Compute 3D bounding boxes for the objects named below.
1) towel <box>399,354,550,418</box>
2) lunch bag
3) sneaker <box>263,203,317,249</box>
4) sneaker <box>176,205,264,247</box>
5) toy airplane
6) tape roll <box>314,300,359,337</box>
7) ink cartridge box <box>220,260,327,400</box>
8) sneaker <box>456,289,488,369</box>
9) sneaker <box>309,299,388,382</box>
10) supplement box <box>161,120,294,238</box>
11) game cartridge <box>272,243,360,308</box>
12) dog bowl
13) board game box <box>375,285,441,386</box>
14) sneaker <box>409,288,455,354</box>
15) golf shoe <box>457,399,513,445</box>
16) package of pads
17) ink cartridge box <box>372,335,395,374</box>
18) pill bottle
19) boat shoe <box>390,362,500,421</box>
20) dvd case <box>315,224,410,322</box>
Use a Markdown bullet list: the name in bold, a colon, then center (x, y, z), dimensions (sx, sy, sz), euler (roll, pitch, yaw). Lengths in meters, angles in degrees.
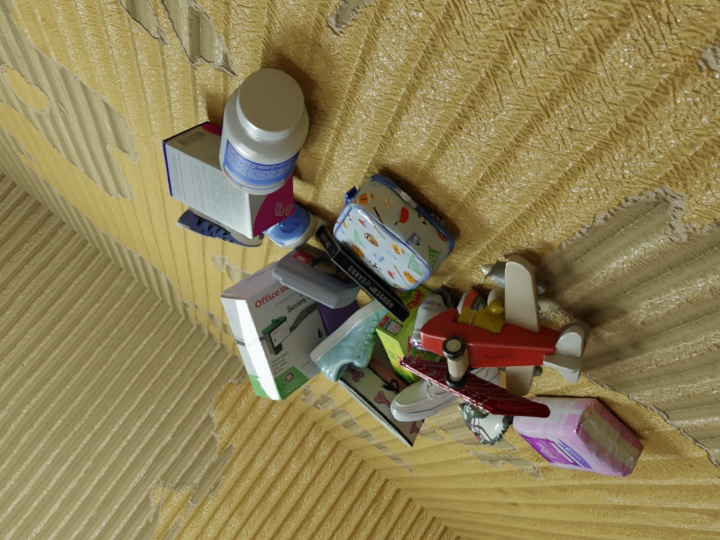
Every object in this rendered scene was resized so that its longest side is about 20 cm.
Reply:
- **towel**: center (0.169, 0.170, 1.176), dimensions (0.143, 0.023, 0.198), euler (14, -174, -44)
- **lunch bag**: center (0.039, -0.052, 1.102), dimensions (0.160, 0.076, 0.200), euler (41, 163, -1)
- **sneaker**: center (-0.163, -0.106, 1.349), dimensions (0.199, 0.077, 0.111), euler (27, 170, 49)
- **sneaker**: center (-0.244, -0.115, 1.488), dimensions (0.080, 0.117, 0.198), euler (26, -172, 34)
- **toy airplane**: center (0.202, 0.076, 1.038), dimensions (0.197, 0.143, 0.200), euler (31, 131, -21)
- **tape roll**: center (-0.093, 0.084, 1.539), dimensions (0.198, 0.084, 0.203), euler (29, 135, 34)
- **ink cartridge box**: center (-0.145, 0.104, 1.420), dimensions (0.083, 0.145, 0.203), euler (4, 119, 46)
- **sneaker**: center (0.188, 0.106, 1.198), dimensions (0.081, 0.078, 0.201), euler (19, 158, 22)
- **sneaker**: center (0.004, 0.119, 1.381), dimensions (0.082, 0.200, 0.074), euler (52, -155, 9)
- **supplement box**: center (-0.207, -0.147, 1.252), dimensions (0.198, 0.101, 0.105), euler (26, 132, 33)
- **game cartridge**: center (-0.062, 0.007, 1.327), dimensions (0.131, 0.041, 0.200), euler (29, -166, 2)
- **dog bowl**: center (0.042, 0.231, 1.466), dimensions (0.199, 0.074, 0.200), euler (40, 170, 8)
- **board game box**: center (0.092, 0.115, 1.352), dimensions (0.047, 0.102, 0.201), euler (27, 159, 27)
- **sneaker**: center (0.135, 0.084, 1.262), dimensions (0.073, 0.102, 0.200), euler (9, 175, 17)
- **golf shoe**: center (0.238, 0.280, 1.517), dimensions (0.088, 0.077, 0.200), euler (44, 162, 4)
- **package of pads**: center (0.341, 0.261, 1.270), dimensions (0.120, 0.076, 0.200), euler (44, 161, -9)
- **ink cartridge box**: center (0.078, 0.189, 1.587), dimensions (0.199, 0.083, 0.146), euler (40, 162, -6)
- **pill bottle**: center (-0.127, -0.182, 1.046), dimensions (0.111, 0.113, 0.200), euler (38, 162, -3)
- **boat shoe**: center (0.137, 0.186, 1.343), dimensions (0.074, 0.197, 0.068), euler (-117, 5, -55)
- **dvd case**: center (0.000, 0.000, 1.255), dimensions (0.150, 0.025, 0.200), euler (42, -177, -16)
